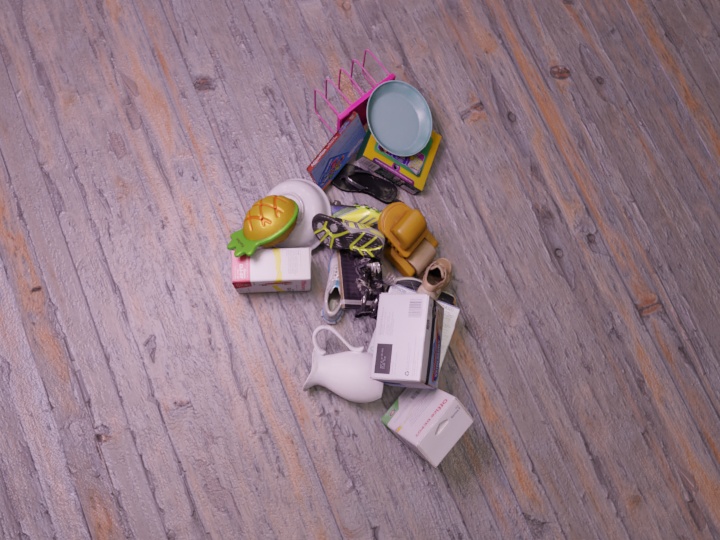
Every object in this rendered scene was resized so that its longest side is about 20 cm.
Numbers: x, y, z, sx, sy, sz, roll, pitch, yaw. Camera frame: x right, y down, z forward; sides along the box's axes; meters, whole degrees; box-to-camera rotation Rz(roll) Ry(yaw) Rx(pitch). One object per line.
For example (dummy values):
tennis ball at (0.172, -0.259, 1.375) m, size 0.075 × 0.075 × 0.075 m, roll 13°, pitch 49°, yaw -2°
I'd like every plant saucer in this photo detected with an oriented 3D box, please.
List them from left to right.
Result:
plant saucer at (0.098, -0.398, 1.628) m, size 0.195 × 0.036 × 0.206 m, roll 3°, pitch 82°, yaw -23°

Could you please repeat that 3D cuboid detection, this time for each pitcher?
pitcher at (-0.034, 0.232, 1.520) m, size 0.194 × 0.121 × 0.177 m, roll 10°, pitch 102°, yaw 3°

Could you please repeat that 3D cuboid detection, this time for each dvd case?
dvd case at (0.000, 0.000, 1.597) m, size 0.146 × 0.016 × 0.206 m, roll 6°, pitch 73°, yaw -42°

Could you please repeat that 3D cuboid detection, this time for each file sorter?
file sorter at (-0.021, -0.481, 1.684) m, size 0.199 × 0.139 × 0.126 m, roll -40°, pitch 80°, yaw -13°

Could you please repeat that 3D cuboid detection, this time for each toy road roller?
toy road roller at (0.125, -0.083, 1.581) m, size 0.123 × 0.145 × 0.200 m, roll -47°, pitch 107°, yaw -13°

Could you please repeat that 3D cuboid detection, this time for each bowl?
bowl at (-0.179, -0.147, 1.586) m, size 0.195 × 0.090 × 0.208 m, roll -1°, pitch 84°, yaw 12°

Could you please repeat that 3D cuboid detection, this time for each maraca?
maraca at (-0.234, -0.106, 1.480) m, size 0.199 × 0.108 × 0.137 m, roll -40°, pitch 40°, yaw -13°

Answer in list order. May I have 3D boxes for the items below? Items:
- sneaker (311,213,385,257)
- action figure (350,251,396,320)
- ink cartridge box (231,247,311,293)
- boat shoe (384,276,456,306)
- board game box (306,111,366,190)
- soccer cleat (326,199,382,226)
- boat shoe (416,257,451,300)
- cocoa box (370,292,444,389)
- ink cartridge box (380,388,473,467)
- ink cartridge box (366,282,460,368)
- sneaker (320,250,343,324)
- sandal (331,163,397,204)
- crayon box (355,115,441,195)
sneaker at (-0.030, -0.090, 1.534) m, size 0.196 × 0.076 × 0.077 m, roll 23°, pitch 115°, yaw 10°
action figure at (0.032, 0.017, 1.541) m, size 0.118 × 0.100 × 0.206 m, roll 21°, pitch 64°, yaw -47°
ink cartridge box at (-0.221, 0.001, 1.548) m, size 0.194 × 0.145 × 0.086 m, roll -2°, pitch 77°, yaw -6°
boat shoe at (0.157, 0.072, 1.604) m, size 0.195 × 0.076 × 0.063 m, roll 18°, pitch 36°, yaw -5°
board game box at (-0.060, -0.313, 1.628) m, size 0.019 × 0.103 × 0.201 m, roll 33°, pitch 79°, yaw 27°
soccer cleat at (-0.019, -0.138, 1.653) m, size 0.194 × 0.065 × 0.086 m, roll 8°, pitch 99°, yaw -7°
boat shoe at (0.201, 0.014, 1.582) m, size 0.070 × 0.066 × 0.201 m, roll 24°, pitch 35°, yaw 8°
cocoa box at (0.114, 0.169, 1.457) m, size 0.130 × 0.131 × 0.206 m, roll -1°, pitch 72°, yaw 27°
ink cartridge box at (0.156, 0.358, 1.473) m, size 0.146 × 0.199 × 0.088 m, roll -46°, pitch 108°, yaw -14°
ink cartridge box at (0.135, 0.160, 1.576) m, size 0.192 × 0.043 × 0.205 m, roll 20°, pitch 87°, yaw 6°
sneaker at (-0.055, 0.033, 1.590) m, size 0.073 × 0.087 × 0.206 m, roll 9°, pitch 75°, yaw -1°
sandal at (0.009, -0.245, 1.680) m, size 0.195 × 0.043 × 0.078 m, roll 16°, pitch 77°, yaw -2°
crayon box at (0.106, -0.334, 1.676) m, size 0.197 × 0.058 × 0.176 m, roll 27°, pitch 73°, yaw -20°
